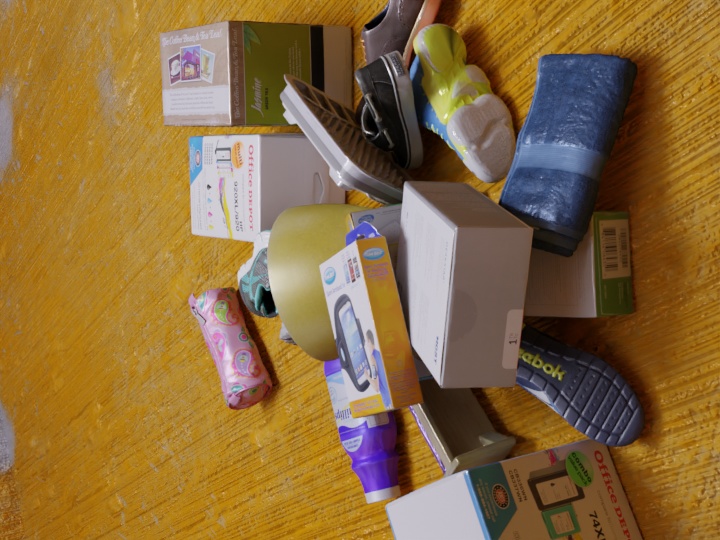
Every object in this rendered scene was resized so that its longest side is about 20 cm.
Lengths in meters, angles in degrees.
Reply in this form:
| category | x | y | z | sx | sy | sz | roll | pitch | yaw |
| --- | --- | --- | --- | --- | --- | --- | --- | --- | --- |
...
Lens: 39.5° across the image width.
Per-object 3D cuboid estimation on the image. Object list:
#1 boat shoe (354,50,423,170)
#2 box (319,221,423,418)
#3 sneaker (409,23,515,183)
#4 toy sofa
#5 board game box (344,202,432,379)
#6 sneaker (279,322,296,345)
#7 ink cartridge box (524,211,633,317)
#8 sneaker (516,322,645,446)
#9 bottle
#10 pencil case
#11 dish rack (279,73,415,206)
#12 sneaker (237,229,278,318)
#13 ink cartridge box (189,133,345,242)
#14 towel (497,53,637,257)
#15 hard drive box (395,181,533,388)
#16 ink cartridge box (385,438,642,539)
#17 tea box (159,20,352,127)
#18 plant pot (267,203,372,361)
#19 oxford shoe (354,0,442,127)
| category | x | y | z | sx | sy | sz | roll | pitch | yaw |
| --- | --- | --- | --- | --- | --- | --- | --- | --- | --- |
| boat shoe | 0.030 | -0.179 | 1.176 | 0.200 | 0.063 | 0.071 | 72 | 177 | -60 |
| box | 0.006 | 0.053 | 1.072 | 0.119 | 0.041 | 0.201 | -32 | 71 | 65 |
| sneaker | 0.112 | -0.178 | 1.151 | 0.105 | 0.075 | 0.201 | 122 | 131 | -67 |
| toy sofa | 0.090 | 0.159 | 1.188 | 0.201 | 0.082 | 0.098 | 60 | 150 | 29 |
| board game box | 0.076 | 0.021 | 1.143 | 0.040 | 0.152 | 0.201 | 135 | 125 | -76 |
| sneaker | -0.075 | 0.050 | 1.380 | 0.200 | 0.077 | 0.100 | 143 | 128 | -78 |
| ink cartridge box | 0.190 | -0.005 | 1.060 | 0.199 | 0.059 | 0.105 | -2 | 91 | 54 |
| sneaker | 0.211 | 0.111 | 1.047 | 0.200 | 0.082 | 0.074 | 36 | 92 | 28 |
| bottle | 0.007 | 0.206 | 1.338 | 0.083 | 0.065 | 0.201 | -27 | 73 | 51 |
| pencil case | -0.210 | 0.122 | 1.613 | 0.088 | 0.087 | 0.201 | -51 | 56 | 44 |
| dish rack | -0.014 | -0.147 | 1.226 | 0.044 | 0.171 | 0.200 | -48 | 54 | 16 |
| sneaker | -0.124 | 0.027 | 1.331 | 0.200 | 0.077 | 0.092 | 111 | 161 | -61 |
| ink cartridge box | -0.133 | -0.119 | 1.418 | 0.199 | 0.144 | 0.148 | 8 | 101 | 52 |
| towel | 0.197 | -0.117 | 0.986 | 0.111 | 0.048 | 0.201 | 17 | 87 | 55 |
| hard drive box | 0.094 | 0.007 | 1.001 | 0.200 | 0.076 | 0.157 | -122 | 34 | -69 |
| ink cartridge box | 0.161 | 0.272 | 1.022 | 0.146 | 0.199 | 0.148 | -38 | 65 | 48 |
| tea box | -0.144 | -0.264 | 1.369 | 0.200 | 0.196 | 0.135 | 11 | 104 | 53 |
| plant pot | 0.000 | 0.000 | 1.242 | 0.141 | 0.200 | 0.201 | -15 | 82 | 28 |
| oxford shoe | 0.028 | -0.264 | 1.218 | 0.071 | 0.073 | 0.201 | -87 | 21 | -59 |
